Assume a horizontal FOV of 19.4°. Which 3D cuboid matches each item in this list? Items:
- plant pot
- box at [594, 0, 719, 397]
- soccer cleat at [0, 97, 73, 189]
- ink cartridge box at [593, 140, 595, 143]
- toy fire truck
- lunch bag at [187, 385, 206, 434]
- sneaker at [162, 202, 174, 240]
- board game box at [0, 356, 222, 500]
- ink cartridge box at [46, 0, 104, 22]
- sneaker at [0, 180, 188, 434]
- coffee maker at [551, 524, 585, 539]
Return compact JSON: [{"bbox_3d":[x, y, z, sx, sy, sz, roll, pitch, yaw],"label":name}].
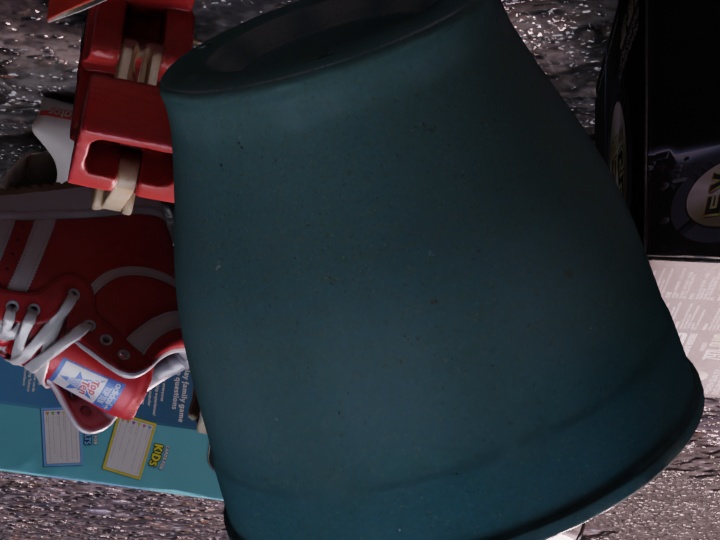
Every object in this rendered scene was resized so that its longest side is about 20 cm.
[{"bbox_3d":[0.014,-0.011,0.822,0.200,0.188,0.200,-16,-163,5],"label":"plant pot"},{"bbox_3d":[0.158,-0.046,0.969,0.086,0.164,0.200,3,161,1],"label":"box"},{"bbox_3d":[-0.167,-0.025,1.201,0.085,0.069,0.200,20,141,-8],"label":"soccer cleat"},{"bbox_3d":[0.137,-0.014,1.209,0.116,0.067,0.200,15,157,-31],"label":"ink cartridge box"},{"bbox_3d":[-0.104,-0.079,0.954,0.049,0.141,0.200,9,160,-10],"label":"toy fire truck"},{"bbox_3d":[0.000,0.000,1.074,0.164,0.200,0.118,5,160,-6],"label":"lunch bag"},{"bbox_3d":[-0.040,-0.007,1.215,0.200,0.067,0.091,20,155,16],"label":"sneaker"},{"bbox_3d":[-0.151,0.056,1.309,0.200,0.151,0.047,8,-174,-1],"label":"board game box"},{"bbox_3d":[-0.060,-0.168,0.742,0.200,0.109,0.050,-15,154,42],"label":"ink cartridge box"},{"bbox_3d":[-0.167,0.025,0.972,0.200,0.113,0.071,-11,158,-30],"label":"sneaker"},{"bbox_3d":[0.054,0.163,1.675,0.200,0.135,0.192,24,176,-42],"label":"coffee maker"}]
